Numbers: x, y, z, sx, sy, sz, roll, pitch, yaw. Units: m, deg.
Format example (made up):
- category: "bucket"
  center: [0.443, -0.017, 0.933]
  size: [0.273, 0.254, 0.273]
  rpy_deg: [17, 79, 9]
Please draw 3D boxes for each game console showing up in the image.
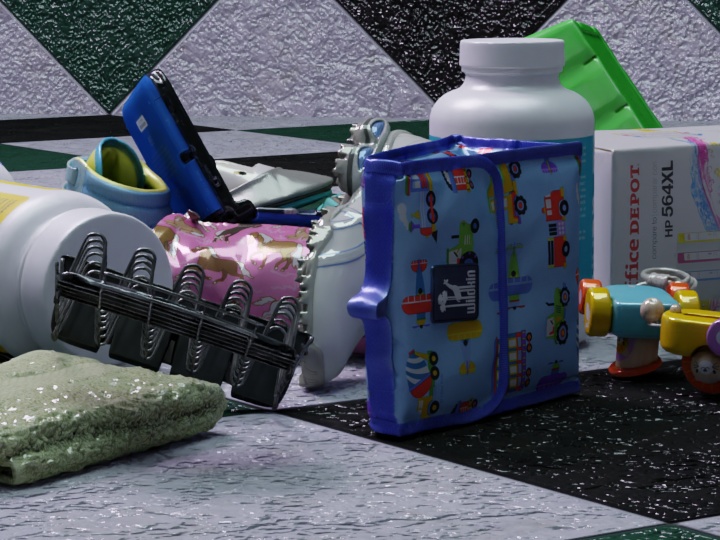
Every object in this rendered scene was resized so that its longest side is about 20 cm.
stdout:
- category: "game console"
  center: [-0.073, -0.075, 1.883]
  size: [0.118, 0.171, 0.200]
  rpy_deg: [-29, 2, -11]

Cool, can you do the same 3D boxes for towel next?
- category: "towel"
  center: [-0.179, 0.077, 1.437]
  size: [0.148, 0.037, 0.200]
  rpy_deg: [6, 10, 35]

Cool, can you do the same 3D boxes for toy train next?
- category: "toy train"
  center: [0.227, 0.042, 1.637]
  size: [0.150, 0.056, 0.200]
  rpy_deg: [-6, 12, -44]

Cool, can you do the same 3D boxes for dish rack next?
- category: "dish rack"
  center: [-0.099, 0.025, 1.469]
  size: [0.153, 0.055, 0.200]
  rpy_deg: [17, -12, -2]

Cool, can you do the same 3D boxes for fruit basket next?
- category: "fruit basket"
  center: [0.139, -0.071, 2.086]
  size: [0.215, 0.217, 0.155]
  rpy_deg: [2, 2, 17]

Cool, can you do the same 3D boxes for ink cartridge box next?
- category: "ink cartridge box"
  center: [0.206, -0.032, 1.901]
  size: [0.199, 0.129, 0.125]
  rpy_deg: [-5, 9, -27]

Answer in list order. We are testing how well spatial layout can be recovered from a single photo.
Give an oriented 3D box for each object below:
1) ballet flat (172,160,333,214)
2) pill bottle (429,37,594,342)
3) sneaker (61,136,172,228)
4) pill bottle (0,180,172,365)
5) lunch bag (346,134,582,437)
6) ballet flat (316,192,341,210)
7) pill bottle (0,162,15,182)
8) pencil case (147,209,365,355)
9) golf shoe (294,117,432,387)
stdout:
- category: "ballet flat"
  center: [-0.120, -0.050, 2.042]
  size: [0.199, 0.064, 0.067]
  rpy_deg: [-23, 1, -4]
- category: "pill bottle"
  center: [0.100, -0.052, 1.777]
  size: [0.110, 0.201, 0.111]
  rpy_deg: [0, 8, 0]
- category: "sneaker"
  center: [-0.205, -0.029, 1.880]
  size: [0.199, 0.131, 0.079]
  rpy_deg: [4, 10, 30]
- category: "pill bottle"
  center: [-0.213, 0.002, 1.709]
  size: [0.114, 0.115, 0.200]
  rpy_deg: [-6, 9, -37]
- category: "lunch bag"
  center: [0.045, 0.006, 1.524]
  size: [0.094, 0.151, 0.200]
  rpy_deg: [4, 9, 29]
- category: "ballet flat"
  center: [-0.015, -0.019, 2.082]
  size: [0.067, 0.070, 0.200]
  rpy_deg: [45, 2, -2]
- category: "pill bottle"
  center: [-0.316, -0.044, 2.064]
  size: [0.112, 0.113, 0.200]
  rpy_deg: [-2, 7, -12]
- category: "pencil case"
  center: [-0.046, 0.009, 1.742]
  size: [0.199, 0.087, 0.083]
  rpy_deg: [4, 21, 11]
- category: "golf shoe"
  center: [0.018, -0.009, 1.650]
  size: [0.097, 0.078, 0.200]
  rpy_deg: [12, 54, 10]
